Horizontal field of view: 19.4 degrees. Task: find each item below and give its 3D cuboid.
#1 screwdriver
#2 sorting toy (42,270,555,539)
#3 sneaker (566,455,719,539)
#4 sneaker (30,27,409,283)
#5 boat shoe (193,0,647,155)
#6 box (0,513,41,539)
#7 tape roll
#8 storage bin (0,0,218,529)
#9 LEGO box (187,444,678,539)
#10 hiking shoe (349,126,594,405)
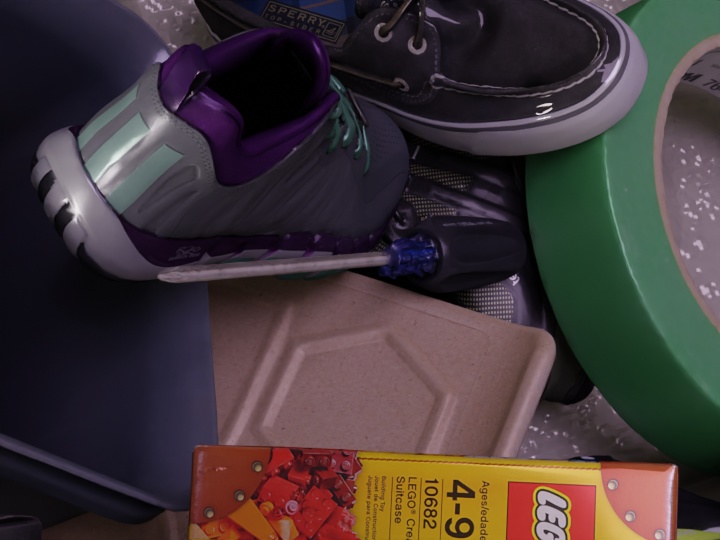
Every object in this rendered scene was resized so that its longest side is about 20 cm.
[{"bbox_3d":[0.000,0.000,0.730,0.029,0.028,0.199,54,31,16],"label":"screwdriver"},{"bbox_3d":[-0.048,0.079,0.759,0.198,0.037,0.186,15,65,20],"label":"sorting toy"},{"bbox_3d":[0.071,0.109,0.815,0.198,0.072,0.083,12,25,-2],"label":"sneaker"},{"bbox_3d":[-0.020,-0.045,0.724,0.075,0.087,0.199,56,29,10],"label":"sneaker"},{"bbox_3d":[0.013,-0.100,0.811,0.199,0.066,0.070,20,75,33],"label":"boat shoe"},{"bbox_3d":[-0.178,0.175,0.642,0.157,0.048,0.202,0,86,10],"label":"box"},{"bbox_3d":[0.156,-0.018,0.854,0.199,0.048,0.202,15,65,-35],"label":"tape roll"},{"bbox_3d":[-0.136,0.008,0.732,0.145,0.134,0.202,28,45,-43],"label":"storage bin"},{"bbox_3d":[0.019,0.160,0.640,0.147,0.077,0.202,2,80,5],"label":"LEGO box"},{"bbox_3d":[0.028,-0.036,0.847,0.100,0.076,0.202,-12,72,-24],"label":"hiking shoe"}]
